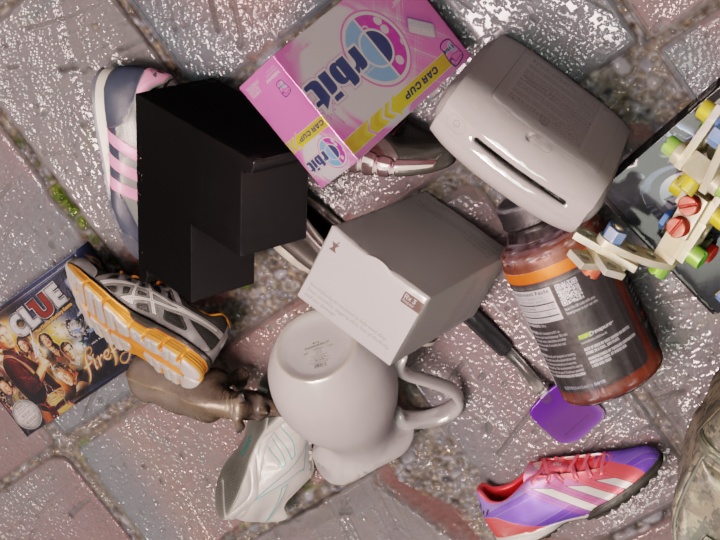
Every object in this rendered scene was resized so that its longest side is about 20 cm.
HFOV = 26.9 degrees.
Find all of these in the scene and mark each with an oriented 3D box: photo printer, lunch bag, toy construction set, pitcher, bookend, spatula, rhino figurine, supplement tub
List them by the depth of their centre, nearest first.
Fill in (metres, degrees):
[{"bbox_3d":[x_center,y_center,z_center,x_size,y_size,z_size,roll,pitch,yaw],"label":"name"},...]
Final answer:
[{"bbox_3d":[0.273,-0.055,1.280,0.092,0.131,0.200,53,123,15],"label":"toy construction set"},{"bbox_3d":[0.149,-0.118,1.305,0.166,0.200,0.070,36,117,0],"label":"photo printer"},{"bbox_3d":[0.355,0.175,1.362,0.139,0.200,0.168,37,114,3],"label":"lunch bag"},{"bbox_3d":[0.198,0.017,1.397,0.106,0.107,0.201,-20,103,23],"label":"supplement tub"},{"bbox_3d":[-0.122,-0.054,1.419,0.200,0.092,0.200,30,127,44],"label":"bookend"},{"bbox_3d":[0.006,0.115,1.465,0.170,0.122,0.200,-21,142,3],"label":"pitcher"},{"bbox_3d":[0.155,0.092,1.486,0.200,0.021,0.057,45,104,-1],"label":"spatula"},{"bbox_3d":[-0.155,0.125,1.533,0.199,0.087,0.060,15,99,33],"label":"rhino figurine"}]

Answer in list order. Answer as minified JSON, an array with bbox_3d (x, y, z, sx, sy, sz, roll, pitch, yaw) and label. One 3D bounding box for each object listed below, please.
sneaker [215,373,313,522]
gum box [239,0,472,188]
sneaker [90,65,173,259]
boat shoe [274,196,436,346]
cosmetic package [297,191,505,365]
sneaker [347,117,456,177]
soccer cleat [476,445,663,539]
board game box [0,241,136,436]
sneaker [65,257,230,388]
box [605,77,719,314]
[{"bbox_3d":[-0.082,0.177,1.578,0.080,0.070,0.201,17,108,-27],"label":"sneaker"},{"bbox_3d":[0.002,-0.180,1.335,0.114,0.200,0.066,50,142,-6],"label":"gum box"},{"bbox_3d":[-0.209,-0.105,1.497,0.081,0.070,0.201,-2,112,20],"label":"sneaker"},{"bbox_3d":[0.000,0.000,1.475,0.199,0.067,0.057,35,122,6],"label":"boat shoe"},{"bbox_3d":[0.044,0.002,1.376,0.113,0.200,0.081,37,117,17],"label":"cosmetic package"},{"bbox_3d":[-0.005,-0.156,1.411,0.198,0.076,0.116,8,110,15],"label":"sneaker"},{"bbox_3d":[0.206,0.212,1.497,0.199,0.068,0.073,-31,95,28],"label":"soccer cleat"},{"bbox_3d":[-0.329,0.077,1.626,0.199,0.035,0.136,-33,98,26],"label":"board game box"},{"bbox_3d":[-0.217,0.041,1.522,0.199,0.077,0.078,33,151,20],"label":"sneaker"},{"bbox_3d":[0.340,-0.081,1.347,0.160,0.044,0.200,46,117,-4],"label":"box"}]
